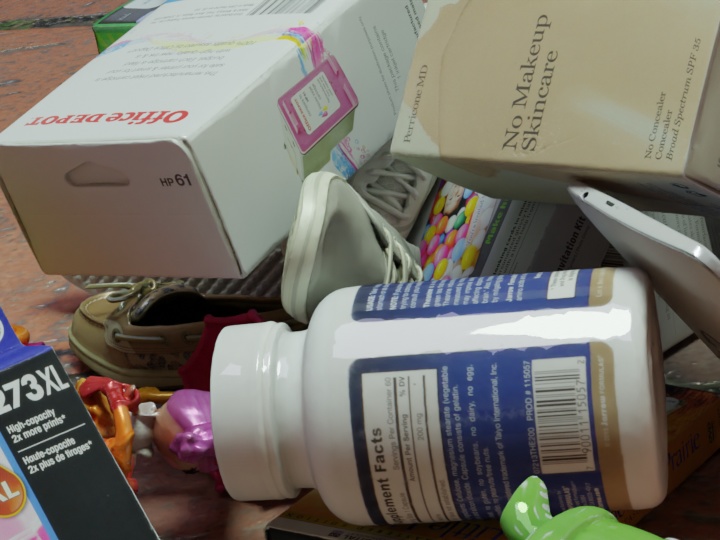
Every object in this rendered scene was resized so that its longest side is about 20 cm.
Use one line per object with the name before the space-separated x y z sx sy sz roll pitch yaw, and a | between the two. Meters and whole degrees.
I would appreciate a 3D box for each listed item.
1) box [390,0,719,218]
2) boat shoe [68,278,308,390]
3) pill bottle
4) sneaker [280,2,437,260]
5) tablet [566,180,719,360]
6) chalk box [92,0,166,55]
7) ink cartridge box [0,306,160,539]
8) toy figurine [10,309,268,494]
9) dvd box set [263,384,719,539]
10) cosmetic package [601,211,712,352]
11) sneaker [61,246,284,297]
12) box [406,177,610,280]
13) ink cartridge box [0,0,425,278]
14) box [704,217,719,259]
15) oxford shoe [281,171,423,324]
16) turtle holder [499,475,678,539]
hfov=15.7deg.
box | 0.114 -0.081 1.244 0.078 0.095 0.200 19 -9 -40
boat shoe | -0.092 0.031 1.479 0.200 0.063 0.073 10 29 41
pill bottle | 0.037 0.060 1.199 0.199 0.111 0.111 -4 22 11
sneaker | 0.015 -0.067 1.434 0.081 0.075 0.200 -13 53 51
tablet | 0.180 0.039 1.198 0.014 0.200 0.130 -47 27 -4
chalk box | -0.080 -0.125 1.676 0.124 0.200 0.124 4 25 30
ink cartridge box | -0.157 0.102 1.184 0.095 0.200 0.037 -23 -17 -31
toy figurine | -0.118 0.070 1.301 0.184 0.151 0.200 -1 12 -2
dvd box set | 0.069 0.103 1.276 0.146 0.029 0.200 7 27 36
cosmetic package | 0.193 -0.037 1.480 0.074 0.102 0.200 9 27 43
sneaker | -0.094 -0.018 1.588 0.200 0.079 0.079 11 32 19
box | 0.073 -0.029 1.401 0.041 0.156 0.200 28 -8 -21
ink cartridge box | -0.072 -0.080 1.352 0.144 0.085 0.200 1 32 40
box | 0.198 -0.035 1.336 0.039 0.200 0.041 -21 22 -12
oxford shoe | 0.000 0.000 1.291 0.058 0.075 0.200 14 -11 13
turtle holder | 0.082 0.173 0.953 0.132 0.141 0.185 22 24 24
